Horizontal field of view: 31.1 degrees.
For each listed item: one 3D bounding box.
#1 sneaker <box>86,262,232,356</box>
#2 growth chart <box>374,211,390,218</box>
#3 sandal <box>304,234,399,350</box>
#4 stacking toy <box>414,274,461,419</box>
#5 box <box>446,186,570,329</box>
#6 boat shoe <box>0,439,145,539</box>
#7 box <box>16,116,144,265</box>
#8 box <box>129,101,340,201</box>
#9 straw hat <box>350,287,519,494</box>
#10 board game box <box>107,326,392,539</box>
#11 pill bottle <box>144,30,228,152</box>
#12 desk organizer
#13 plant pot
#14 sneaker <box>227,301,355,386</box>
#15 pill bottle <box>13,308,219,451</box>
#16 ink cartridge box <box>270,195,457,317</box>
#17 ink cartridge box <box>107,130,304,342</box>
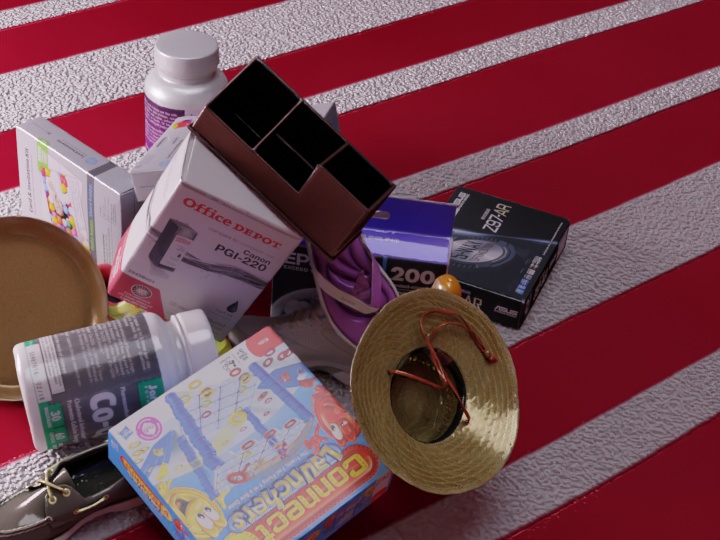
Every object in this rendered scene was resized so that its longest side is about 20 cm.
[{"bbox_3d":[-0.231,0.054,1.446,0.198,0.091,0.078,21,36,14],"label":"sneaker"},{"bbox_3d":[-0.037,-0.041,1.553,0.199,0.145,0.018,-13,74,-41],"label":"growth chart"},{"bbox_3d":[-0.014,0.002,1.374,0.082,0.204,0.050,-26,4,-4],"label":"sandal"},{"bbox_3d":[0.078,0.088,1.343,0.109,0.201,0.116,-10,40,-19],"label":"stacking toy"},{"bbox_3d":[0.160,-0.021,1.632,0.159,0.044,0.200,19,39,17],"label":"box"},{"bbox_3d":[-0.280,0.213,1.251,0.200,0.061,0.072,-20,44,-30],"label":"boat shoe"},{"bbox_3d":[-0.330,-0.072,1.537,0.199,0.157,0.041,33,43,32],"label":"box"},{"bbox_3d":[-0.137,-0.133,1.444,0.198,0.042,0.156,-3,29,16],"label":"box"},{"bbox_3d":[0.057,0.126,1.261,0.199,0.085,0.203,11,66,-26],"label":"straw hat"},{"bbox_3d":[-0.104,0.182,1.234,0.199,0.056,0.196,-33,66,-28],"label":"board game box"},{"bbox_3d":[-0.228,-0.207,1.705,0.111,0.202,0.113,3,36,-2],"label":"pill bottle"},{"bbox_3d":[-0.067,-0.113,1.296,0.200,0.077,0.072,43,38,2],"label":"desk organizer"},{"bbox_3d":[-0.375,0.042,1.409,0.198,0.027,0.202,3,79,-14],"label":"plant pot"},{"bbox_3d":[-0.049,0.064,1.444,0.198,0.100,0.078,8,32,3],"label":"sneaker"},{"bbox_3d":[-0.249,0.108,1.340,0.198,0.114,0.113,-14,40,-15],"label":"pill bottle"},{"bbox_3d":[0.000,0.000,1.450,0.196,0.201,0.044,7,43,1],"label":"ink cartridge box"},{"bbox_3d":[-0.160,-0.032,1.366,0.145,0.200,0.085,24,41,-19],"label":"ink cartridge box"}]
